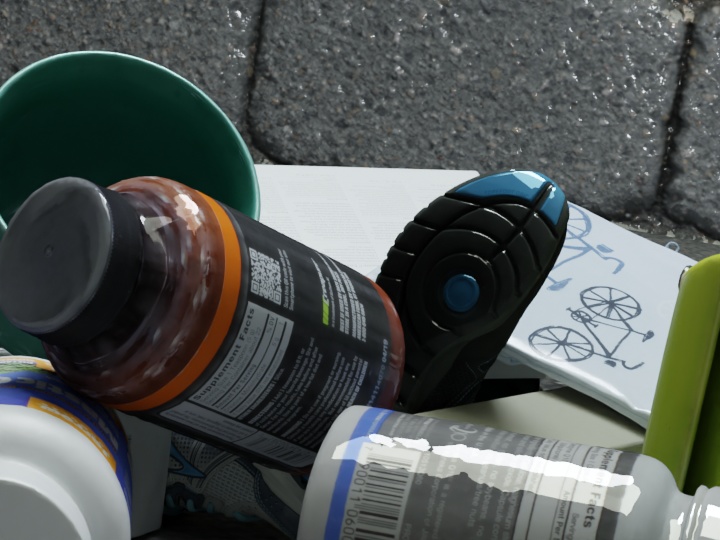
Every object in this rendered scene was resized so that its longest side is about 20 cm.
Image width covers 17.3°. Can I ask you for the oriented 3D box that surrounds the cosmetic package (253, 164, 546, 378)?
[{"bbox_3d":[0.000,0.000,1.373,0.198,0.052,0.151,1,33,-22],"label":"cosmetic package"}]

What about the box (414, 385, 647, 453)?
[{"bbox_3d":[0.085,0.114,1.221,0.199,0.083,0.068,-9,29,-41],"label":"box"}]

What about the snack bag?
[{"bbox_3d":[0.127,0.018,1.327,0.199,0.022,0.188,26,31,22],"label":"snack bag"}]

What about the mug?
[{"bbox_3d":[-0.132,-0.007,1.233,0.151,0.186,0.115,-18,-22,-32],"label":"mug"}]

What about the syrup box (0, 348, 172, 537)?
[{"bbox_3d":[-0.204,0.086,1.268,0.199,0.079,0.081,11,8,26],"label":"syrup box"}]

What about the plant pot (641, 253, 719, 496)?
[{"bbox_3d":[0.248,0.087,1.175,0.180,0.202,0.199,17,10,28],"label":"plant pot"}]

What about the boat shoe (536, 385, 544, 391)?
[{"bbox_3d":[0.069,0.089,1.449,0.060,0.074,0.200,-38,38,-16],"label":"boat shoe"}]

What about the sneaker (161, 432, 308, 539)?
[{"bbox_3d":[-0.085,0.105,1.293,0.200,0.087,0.077,37,7,28],"label":"sneaker"}]

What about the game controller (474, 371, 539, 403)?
[{"bbox_3d":[0.052,0.034,1.448,0.103,0.042,0.201,-9,35,3],"label":"game controller"}]

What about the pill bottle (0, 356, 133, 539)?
[{"bbox_3d":[-0.154,0.107,1.022,0.111,0.113,0.200,7,7,-6],"label":"pill bottle"}]

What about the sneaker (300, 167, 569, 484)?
[{"bbox_3d":[0.040,0.031,1.233,0.073,0.200,0.082,45,13,24],"label":"sneaker"}]

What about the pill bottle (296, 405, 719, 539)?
[{"bbox_3d":[0.079,0.131,1.057,0.198,0.115,0.114,9,7,14],"label":"pill bottle"}]

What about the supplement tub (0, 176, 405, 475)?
[{"bbox_3d":[-0.075,0.022,1.088,0.106,0.108,0.199,14,-9,42],"label":"supplement tub"}]
